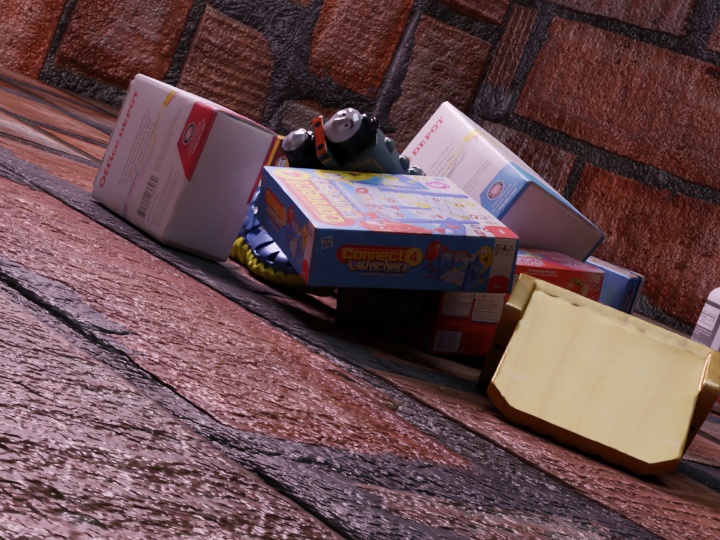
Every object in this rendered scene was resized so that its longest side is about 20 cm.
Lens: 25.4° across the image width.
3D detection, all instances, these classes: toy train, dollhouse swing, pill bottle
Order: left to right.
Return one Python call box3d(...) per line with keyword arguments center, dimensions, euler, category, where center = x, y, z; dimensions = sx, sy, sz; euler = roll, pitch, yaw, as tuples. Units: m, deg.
box3d(center=(0.004, -0.088, 1.648), dimensions=(0.200, 0.114, 0.085), euler=(49, 23, -41), category="toy train")
box3d(center=(0.199, 0.128, 1.428), dimensions=(0.200, 0.176, 0.182), euler=(22, -36, 7), category="dollhouse swing")
box3d(center=(0.510, 0.092, 2.164), dimensions=(0.116, 0.200, 0.116), euler=(22, 5, -2), category="pill bottle")

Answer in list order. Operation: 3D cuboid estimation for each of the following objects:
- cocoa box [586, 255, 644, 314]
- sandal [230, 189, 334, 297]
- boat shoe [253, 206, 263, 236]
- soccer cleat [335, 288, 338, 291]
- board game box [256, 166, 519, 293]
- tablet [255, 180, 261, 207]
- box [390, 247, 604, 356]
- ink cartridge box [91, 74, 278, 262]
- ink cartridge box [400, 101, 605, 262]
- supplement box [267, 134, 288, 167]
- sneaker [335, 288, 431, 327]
box3d(center=(0.240, 0.033, 2.034), dimensions=(0.200, 0.133, 0.131), euler=(23, 6, 17), category="cocoa box")
box3d(center=(-0.080, -0.033, 1.661), dimensions=(0.079, 0.087, 0.200), euler=(20, 7, -36), category="sandal")
box3d(center=(-0.069, -0.073, 1.762), dimensions=(0.202, 0.086, 0.075), euler=(-1, 30, 15), category="boat shoe")
box3d(center=(0.000, 0.000, 1.767), dimensions=(0.085, 0.069, 0.200), euler=(25, 9, -15), category="soccer cleat")
box3d(center=(0.021, -0.040, 1.507), dimensions=(0.196, 0.056, 0.200), euler=(2, 19, -20), category="board game box")
box3d(center=(-0.092, -0.057, 1.861), dimensions=(0.200, 0.014, 0.130), euler=(21, -32, -10), category="tablet")
box3d(center=(0.138, 0.029, 1.638), dimensions=(0.200, 0.100, 0.095), euler=(4, 14, -31), category="box")
box3d(center=(-0.187, -0.110, 1.665), dimensions=(0.086, 0.148, 0.200), euler=(19, 7, -33), category="ink cartridge box")
box3d(center=(0.137, -0.061, 1.784), dimensions=(0.146, 0.147, 0.200), euler=(31, 13, -39), category="ink cartridge box")
box3d(center=(-0.029, -0.074, 2.031), dimensions=(0.200, 0.133, 0.197), euler=(23, 5, 12), category="supplement box")
box3d(center=(0.023, 0.021, 1.558), dimensions=(0.091, 0.076, 0.200), euler=(12, 15, -3), category="sneaker")
